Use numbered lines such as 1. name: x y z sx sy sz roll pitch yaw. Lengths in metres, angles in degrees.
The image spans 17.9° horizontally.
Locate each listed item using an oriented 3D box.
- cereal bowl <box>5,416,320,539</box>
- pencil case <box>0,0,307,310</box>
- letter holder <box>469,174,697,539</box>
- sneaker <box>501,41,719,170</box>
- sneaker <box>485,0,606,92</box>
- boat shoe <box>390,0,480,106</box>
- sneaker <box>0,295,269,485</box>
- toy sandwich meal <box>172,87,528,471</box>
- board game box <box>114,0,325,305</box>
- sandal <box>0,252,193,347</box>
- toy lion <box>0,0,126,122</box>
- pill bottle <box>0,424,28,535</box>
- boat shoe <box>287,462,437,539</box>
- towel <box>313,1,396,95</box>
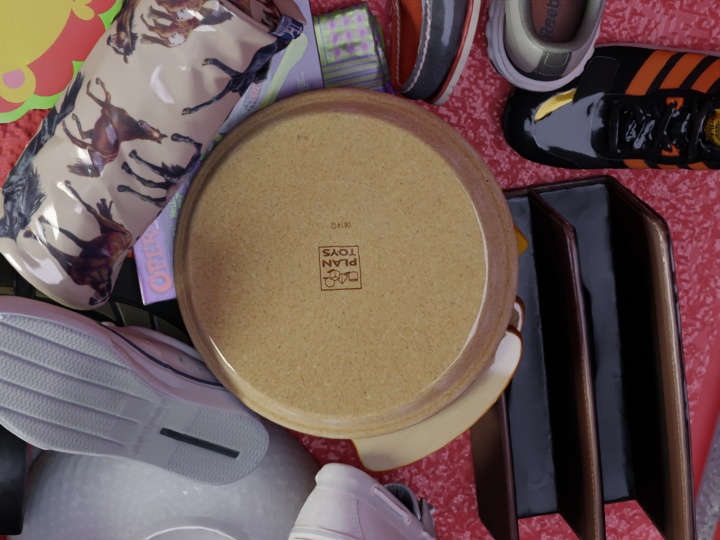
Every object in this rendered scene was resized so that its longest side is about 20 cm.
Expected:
1. cereal bowl: -0.101 0.174 1.301 0.200 0.083 0.200 -3 104 -10
2. pencil case: -0.113 -0.073 1.184 0.089 0.078 0.200 27 109 -32
3. letter holder: 0.119 0.063 1.280 0.101 0.142 0.200 -9 105 -8
4. sneaker: 0.182 -0.088 1.281 0.200 0.090 0.070 -3 104 -9
5. sneaker: 0.114 -0.198 1.241 0.074 0.079 0.200 5 89 -7
6. boat shoe: 0.028 -0.190 1.236 0.063 0.071 0.200 0 98 -25
7. sneaker: -0.139 0.058 1.207 0.200 0.071 0.073 30 102 -39
8. toy sandwich meal: 0.000 0.000 1.221 0.205 0.070 0.205 1 95 11
9. board game box: -0.079 -0.090 1.245 0.120 0.032 0.200 -11 99 -8
10. sandal: -0.182 0.023 1.260 0.201 0.057 0.080 15 79 -28
11. toy lion: -0.225 -0.135 1.200 0.192 0.069 0.200 22 100 -7
12. pill bottle: -0.282 0.098 1.236 0.200 0.112 0.112 2 103 -11
13. boat shoe: 0.015 0.152 1.282 0.072 0.200 0.069 9 76 29
14. towel: -0.036 -0.039 1.291 0.144 0.023 0.200 -16 105 -5
